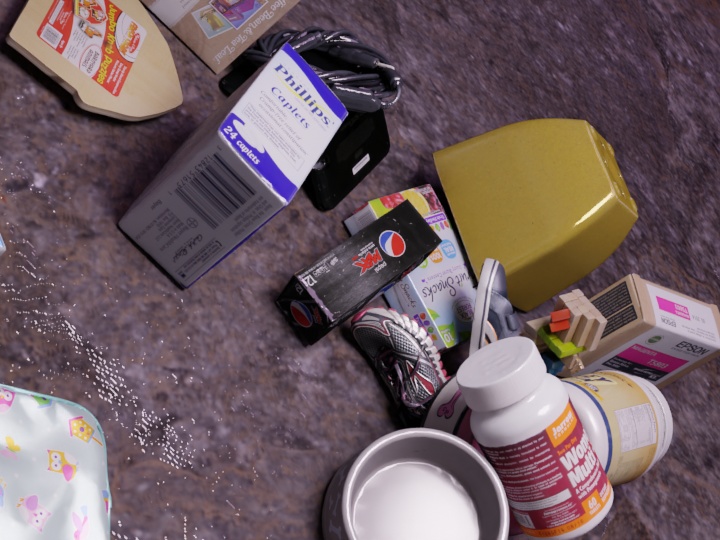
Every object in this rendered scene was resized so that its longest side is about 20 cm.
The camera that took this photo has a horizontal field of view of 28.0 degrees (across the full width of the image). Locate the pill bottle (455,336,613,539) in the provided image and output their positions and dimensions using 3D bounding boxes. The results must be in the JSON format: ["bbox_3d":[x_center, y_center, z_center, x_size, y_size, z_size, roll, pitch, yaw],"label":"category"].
[{"bbox_3d":[0.181,0.178,1.518,0.201,0.109,0.110,63,33,-19],"label":"pill bottle"}]

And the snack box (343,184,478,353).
[{"bbox_3d":[0.080,0.000,1.778,0.142,0.053,0.201,-19,79,-52],"label":"snack box"}]

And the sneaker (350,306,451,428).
[{"bbox_3d":[0.059,0.127,1.638,0.200,0.081,0.075,50,50,-4],"label":"sneaker"}]

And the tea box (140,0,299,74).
[{"bbox_3d":[-0.126,-0.376,1.708,0.134,0.199,0.198,42,38,-18],"label":"tea box"}]

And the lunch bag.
[{"bbox_3d":[-0.289,0.194,1.192,0.159,0.077,0.202,18,51,-38],"label":"lunch bag"}]

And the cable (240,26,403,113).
[{"bbox_3d":[-0.047,-0.255,1.750,0.198,0.051,0.164,8,35,-11],"label":"cable"}]

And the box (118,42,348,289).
[{"bbox_3d":[-0.130,-0.110,1.514,0.105,0.184,0.201,44,38,-13],"label":"box"}]

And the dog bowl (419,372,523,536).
[{"bbox_3d":[0.163,0.205,1.615,0.198,0.074,0.202,-3,96,-31],"label":"dog bowl"}]

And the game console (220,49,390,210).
[{"bbox_3d":[-0.063,-0.189,1.791,0.200,0.115,0.177,-48,131,-52],"label":"game console"}]

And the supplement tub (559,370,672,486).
[{"bbox_3d":[0.285,0.200,1.781,0.199,0.144,0.146,-4,66,-50],"label":"supplement tub"}]

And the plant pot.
[{"bbox_3d":[0.240,-0.087,1.862,0.195,0.199,0.196,26,42,-63],"label":"plant pot"}]

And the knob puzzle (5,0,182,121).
[{"bbox_3d":[-0.279,-0.236,1.570,0.219,0.030,0.221,29,43,-31],"label":"knob puzzle"}]

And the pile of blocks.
[{"bbox_3d":[0.218,0.098,1.749,0.062,0.200,0.083,-13,70,-31],"label":"pile of blocks"}]

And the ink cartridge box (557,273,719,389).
[{"bbox_3d":[0.370,0.094,1.943,0.199,0.164,0.076,18,50,-39],"label":"ink cartridge box"}]

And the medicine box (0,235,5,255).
[{"bbox_3d":[-0.408,-0.008,1.105,0.181,0.199,0.104,-9,69,-51],"label":"medicine box"}]

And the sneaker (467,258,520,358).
[{"bbox_3d":[0.166,0.089,1.706,0.078,0.079,0.202,-38,135,-78],"label":"sneaker"}]

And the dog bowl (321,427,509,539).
[{"bbox_3d":[0.062,0.253,1.478,0.198,0.059,0.202,4,63,-8],"label":"dog bowl"}]

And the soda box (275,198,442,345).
[{"bbox_3d":[0.000,0.000,1.632,0.199,0.063,0.071,-35,82,-38],"label":"soda box"}]
